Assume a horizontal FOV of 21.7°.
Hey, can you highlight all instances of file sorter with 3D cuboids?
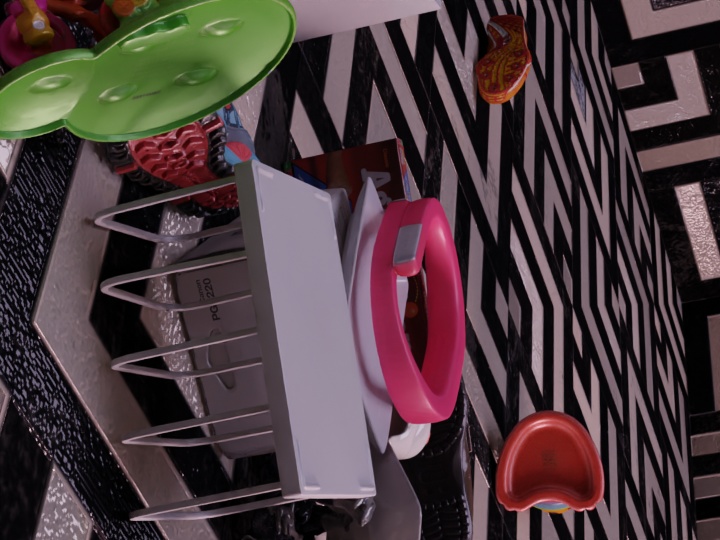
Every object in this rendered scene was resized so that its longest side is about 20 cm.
[{"bbox_3d":[-0.082,0.051,1.182,0.139,0.124,0.202,20,60,-71],"label":"file sorter"}]

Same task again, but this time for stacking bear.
[{"bbox_3d":[0.223,0.231,2.176,0.200,0.120,0.115,56,33,-74],"label":"stacking bear"}]

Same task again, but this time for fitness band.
[{"bbox_3d":[0.045,0.029,1.432,0.200,0.037,0.145,-71,150,-60],"label":"fitness band"}]

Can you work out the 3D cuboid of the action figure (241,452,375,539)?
[{"bbox_3d":[-0.040,0.197,1.275,0.200,0.101,0.120,-56,146,-68],"label":"action figure"}]

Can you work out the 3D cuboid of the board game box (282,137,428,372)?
[{"bbox_3d":[0.000,0.000,1.542,0.019,0.102,0.202,15,65,-73],"label":"board game box"}]

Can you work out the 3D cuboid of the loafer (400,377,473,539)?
[{"bbox_3d":[0.067,0.173,1.747,0.071,0.072,0.202,61,27,-74],"label":"loafer"}]

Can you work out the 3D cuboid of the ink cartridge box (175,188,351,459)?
[{"bbox_3d":[-0.054,0.033,1.370,0.200,0.084,0.147,-44,122,-69],"label":"ink cartridge box"}]

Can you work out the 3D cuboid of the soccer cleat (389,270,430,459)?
[{"bbox_3d":[0.030,0.066,1.676,0.078,0.069,0.202,26,57,-67],"label":"soccer cleat"}]

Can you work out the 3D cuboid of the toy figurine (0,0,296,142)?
[{"bbox_3d":[-0.162,-0.186,1.098,0.185,0.199,0.150,64,-30,17],"label":"toy figurine"}]

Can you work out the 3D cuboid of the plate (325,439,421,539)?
[{"bbox_3d":[0.003,0.221,1.367,0.200,0.032,0.201,-122,-145,-68],"label":"plate"}]

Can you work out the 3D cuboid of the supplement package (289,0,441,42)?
[{"bbox_3d":[-0.070,-0.256,1.294,0.191,0.198,0.148,35,47,-69],"label":"supplement package"}]

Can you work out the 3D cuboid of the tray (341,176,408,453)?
[{"bbox_3d":[0.003,0.031,1.377,0.201,0.022,0.108,-80,156,-52],"label":"tray"}]

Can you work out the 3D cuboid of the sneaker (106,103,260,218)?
[{"bbox_3d":[-0.127,-0.105,1.258,0.200,0.079,0.096,56,14,-69],"label":"sneaker"}]

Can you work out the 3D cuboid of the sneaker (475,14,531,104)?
[{"bbox_3d":[0.193,-0.263,2.455,0.200,0.072,0.078,-71,156,-56],"label":"sneaker"}]
